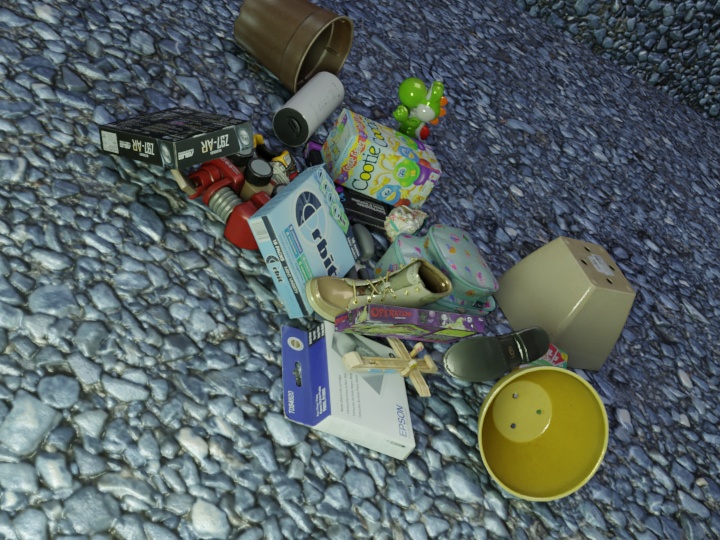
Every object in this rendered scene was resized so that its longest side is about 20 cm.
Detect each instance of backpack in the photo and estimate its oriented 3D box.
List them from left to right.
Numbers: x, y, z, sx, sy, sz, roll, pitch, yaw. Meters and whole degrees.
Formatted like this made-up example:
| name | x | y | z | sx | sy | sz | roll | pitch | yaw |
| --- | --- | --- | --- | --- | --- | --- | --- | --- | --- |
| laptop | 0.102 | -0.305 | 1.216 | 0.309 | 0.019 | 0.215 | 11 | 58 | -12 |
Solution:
| name | x | y | z | sx | sy | sz | roll | pitch | yaw |
| --- | --- | --- | --- | --- | --- | --- | --- | --- | --- |
| backpack | 0.126 | 0.015 | 1.696 | 0.197 | 0.154 | 0.178 | 1 | 50 | -38 |

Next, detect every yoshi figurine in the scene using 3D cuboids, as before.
| name | x | y | z | sx | sy | sz | roll | pitch | yaw |
| --- | --- | --- | --- | --- | --- | --- | --- | --- | --- |
| yoshi figurine | 0.096 | -0.324 | 2.072 | 0.111 | 0.201 | 0.113 | 5 | 42 | -39 |

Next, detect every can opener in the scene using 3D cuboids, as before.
| name | x | y | z | sx | sy | sz | roll | pitch | yaw |
| --- | --- | --- | --- | --- | --- | --- | --- | --- | --- |
| can opener | 0.000 | 0.000 | 1.666 | 0.053 | 0.067 | 0.202 | 17 | 36 | -28 |

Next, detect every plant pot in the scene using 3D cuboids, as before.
| name | x | y | z | sx | sy | sz | roll | pitch | yaw |
| --- | --- | --- | --- | --- | --- | --- | --- | --- | --- |
| plant pot | -0.148 | -0.491 | 2.080 | 0.197 | 0.202 | 0.200 | 36 | 29 | 16 |
| plant pot | 0.266 | 0.234 | 1.528 | 0.198 | 0.202 | 0.142 | 31 | 3 | -7 |
| plant pot | 0.402 | 0.051 | 1.897 | 0.197 | 0.178 | 0.201 | 9 | 40 | -36 |

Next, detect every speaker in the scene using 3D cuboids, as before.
| name | x | y | z | sx | sy | sz | roll | pitch | yaw |
| --- | --- | --- | --- | --- | --- | --- | --- | --- | --- |
| speaker | -0.101 | -0.323 | 1.969 | 0.081 | 0.082 | 0.201 | 34 | 37 | -2 |

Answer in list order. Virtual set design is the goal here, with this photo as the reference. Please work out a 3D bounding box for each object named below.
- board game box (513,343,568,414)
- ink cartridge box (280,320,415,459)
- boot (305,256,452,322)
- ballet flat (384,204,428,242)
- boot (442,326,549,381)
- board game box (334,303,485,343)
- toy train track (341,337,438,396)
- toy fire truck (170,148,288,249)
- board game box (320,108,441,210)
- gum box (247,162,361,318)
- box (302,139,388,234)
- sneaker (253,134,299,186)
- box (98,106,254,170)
| name | x | y | z | sx | sy | sz | roll | pitch | yaw |
| --- | --- | --- | --- | --- | --- | --- | --- | --- | --- |
| board game box | 0.310 | 0.195 | 1.728 | 0.095 | 0.030 | 0.201 | 31 | 43 | -8 |
| ink cartridge box | -0.020 | 0.164 | 1.450 | 0.197 | 0.041 | 0.201 | 22 | 33 | -23 |
| boot | 0.028 | 0.028 | 1.508 | 0.198 | 0.154 | 0.073 | 18 | 56 | -41 |
| ballet flat | 0.083 | -0.090 | 1.823 | 0.064 | 0.075 | 0.200 | 49 | 10 | 1 |
| boot | 0.198 | 0.142 | 1.605 | 0.196 | 0.174 | 0.071 | -10 | 84 | -20 |
| board game box | 0.073 | 0.081 | 1.482 | 0.197 | 0.120 | 0.033 | 8 | 71 | -26 |
| toy train track | 0.053 | 0.135 | 1.493 | 0.198 | 0.033 | 0.116 | 7 | 43 | -46 |
| toy fire truck | -0.215 | -0.116 | 1.573 | 0.176 | 0.129 | 0.199 | 46 | 44 | 15 |
| board game box | 0.038 | -0.206 | 1.875 | 0.197 | 0.104 | 0.106 | 19 | 31 | -24 |
| gum box | -0.083 | -0.050 | 1.562 | 0.200 | 0.044 | 0.172 | -49 | 122 | -51 |
| box | -0.028 | -0.161 | 1.889 | 0.141 | 0.036 | 0.202 | 16 | 35 | -29 |
| sneaker | -0.136 | -0.158 | 1.729 | 0.199 | 0.083 | 0.078 | 38 | 30 | 1 |
| box | -0.291 | -0.211 | 1.558 | 0.198 | 0.044 | 0.159 | 16 | 28 | 38 |
